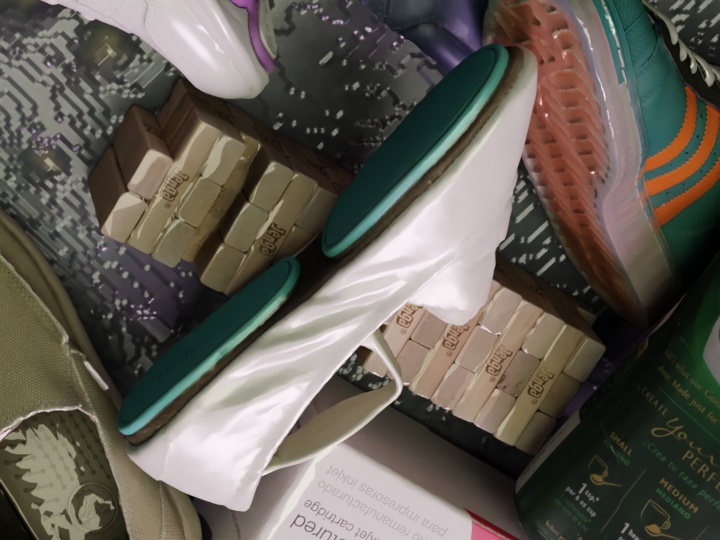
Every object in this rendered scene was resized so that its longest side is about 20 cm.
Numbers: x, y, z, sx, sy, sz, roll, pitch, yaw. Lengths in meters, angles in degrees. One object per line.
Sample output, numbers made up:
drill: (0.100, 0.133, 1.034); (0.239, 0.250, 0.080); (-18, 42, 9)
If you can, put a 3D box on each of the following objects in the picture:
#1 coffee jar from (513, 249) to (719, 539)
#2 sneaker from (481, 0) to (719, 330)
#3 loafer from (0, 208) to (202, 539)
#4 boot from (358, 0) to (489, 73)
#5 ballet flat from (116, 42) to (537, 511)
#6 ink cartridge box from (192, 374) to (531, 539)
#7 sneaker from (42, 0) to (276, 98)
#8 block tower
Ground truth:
coffee jar: (0.150, 0.039, 0.725); (0.104, 0.085, 0.200); (42, 112, 16)
sneaker: (0.100, -0.059, 0.715); (0.080, 0.071, 0.200); (-41, 149, -9)
loafer: (-0.127, 0.043, 0.715); (0.076, 0.068, 0.200); (-39, 97, 4)
boot: (0.011, -0.142, 0.686); (0.090, 0.073, 0.200); (-45, 116, 7)
ballet flat: (0.002, 0.008, 0.685); (0.069, 0.070, 0.200); (38, 109, -22)
ink cartridge box: (-0.017, 0.159, 0.791); (0.144, 0.084, 0.201); (31, 102, -19)
sneaker: (-0.109, -0.127, 0.680); (0.099, 0.075, 0.200); (-33, 115, 23)
block tower: (0.000, 0.000, 0.750); (0.199, 0.058, 0.054); (27, 104, -22)
